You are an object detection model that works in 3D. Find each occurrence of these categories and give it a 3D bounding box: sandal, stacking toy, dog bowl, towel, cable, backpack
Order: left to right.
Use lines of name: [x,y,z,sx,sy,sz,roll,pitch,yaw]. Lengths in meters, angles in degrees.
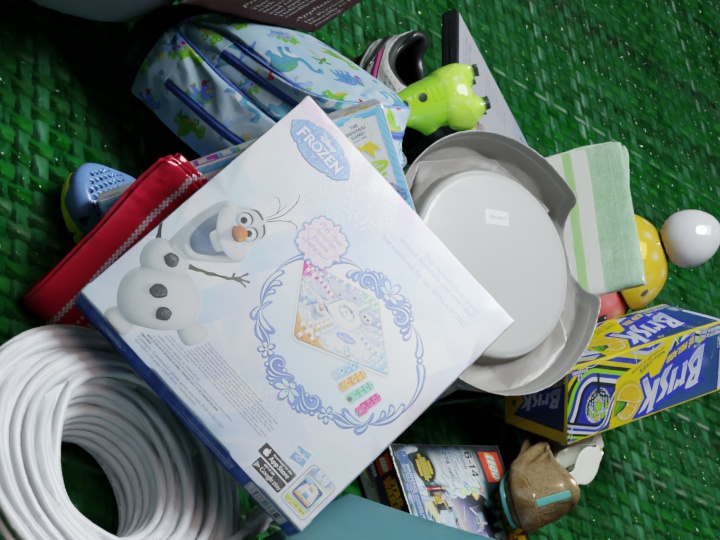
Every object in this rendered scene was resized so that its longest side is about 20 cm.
cable: [-0.163,0.129,1.092,0.200,0.069,0.200,52,36,-6]
sandal: [-0.115,-0.024,1.250,0.200,0.087,0.080,27,45,-25]
towel: [-0.107,0.037,1.181,0.200,0.145,0.022,46,3,-15]
backpack: [-0.058,-0.110,1.297,0.163,0.154,0.200,10,41,-54]
dog bowl: [0.087,-0.001,1.336,0.200,0.059,0.200,10,72,-33]
towel: [0.129,-0.025,1.465,0.023,0.200,0.153,56,25,-49]
stacking toy: [0.209,-0.004,1.514,0.146,0.200,0.146,56,22,-36]

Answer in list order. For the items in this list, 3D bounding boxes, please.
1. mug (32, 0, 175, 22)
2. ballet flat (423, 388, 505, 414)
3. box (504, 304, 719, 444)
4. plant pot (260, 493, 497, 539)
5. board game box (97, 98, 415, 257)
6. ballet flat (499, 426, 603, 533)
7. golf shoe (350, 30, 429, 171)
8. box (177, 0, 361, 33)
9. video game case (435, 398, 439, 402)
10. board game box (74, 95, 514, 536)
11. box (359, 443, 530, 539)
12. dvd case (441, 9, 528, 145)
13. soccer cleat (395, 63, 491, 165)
mug: [-0.216,-0.270,1.294,0.175,0.148,0.200,27,12,-36]
ballet flat: [0.068,0.076,1.410,0.200,0.070,0.067,-3,74,-50]
box: [0.209,0.081,1.445,0.200,0.070,0.064,-14,111,-40]
plant pot: [-0.024,0.244,1.079,0.200,0.141,0.142,-15,110,-47]
board game box: [-0.061,-0.020,1.205,0.034,0.200,0.135,-126,-163,-75]
ballet flat: [0.156,0.148,1.413,0.200,0.072,0.068,-51,123,-74]
golf shoe: [0.028,-0.116,1.498,0.073,0.092,0.200,23,48,-40]
box: [-0.048,-0.282,1.227,0.164,0.166,0.200,64,22,11]
video game case: [0.000,0.000,1.380,0.143,0.018,0.200,15,51,-12]
board game box: [-0.040,0.027,1.126,0.199,0.043,0.200,-42,90,-20]
box: [0.081,0.228,1.335,0.137,0.040,0.200,7,58,-49]
dvd case: [0.117,-0.118,1.608,0.200,0.018,0.143,57,26,-44]
soccer cleat: [0.056,-0.107,1.397,0.200,0.081,0.068,80,-8,-73]
